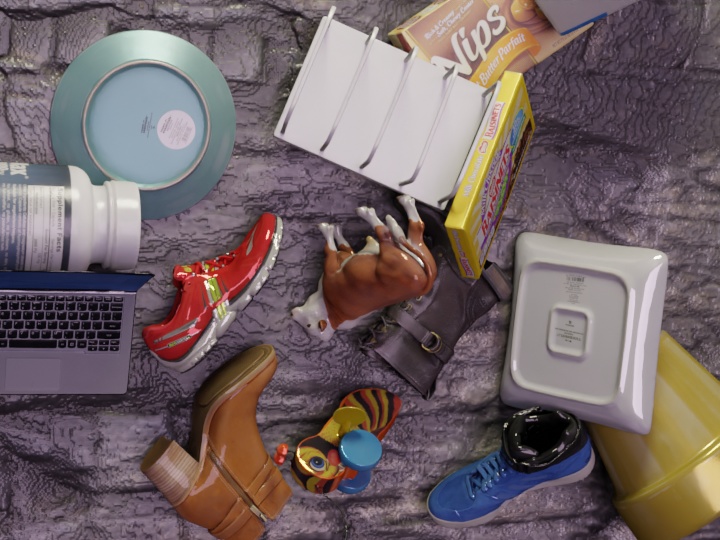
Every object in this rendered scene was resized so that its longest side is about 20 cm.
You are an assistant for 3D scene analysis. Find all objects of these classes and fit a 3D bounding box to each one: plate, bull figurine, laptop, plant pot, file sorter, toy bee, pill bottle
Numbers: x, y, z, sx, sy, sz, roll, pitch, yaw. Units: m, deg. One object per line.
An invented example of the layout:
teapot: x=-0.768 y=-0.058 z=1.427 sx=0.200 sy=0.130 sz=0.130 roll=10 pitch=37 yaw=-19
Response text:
plate: x=0.237 y=0.067 z=1.733 sx=0.032 sy=0.199 sz=0.201 roll=0 pitch=98 yaw=-49
bull figurine: x=0.000 y=0.000 z=1.680 sx=0.065 sy=0.199 sz=0.122 roll=-12 pitch=85 yaw=-50
laptop: x=-0.313 y=0.065 z=1.575 sx=0.186 sy=0.116 sz=0.201 roll=2 pitch=116 yaw=-16
plant pot: x=0.345 y=0.180 z=1.783 sx=0.200 sy=0.201 sz=0.189 roll=-37 pitch=89 yaw=-9
file sorter: x=0.030 y=-0.167 z=1.620 sx=0.199 sy=0.125 sz=0.140 roll=23 pitch=87 yaw=-5
toy bee: x=-0.032 y=0.194 z=1.691 sx=0.108 sy=0.200 sz=0.131 roll=25 pitch=119 yaw=1
pill bottle: x=-0.327 y=-0.048 z=1.586 sx=0.199 sy=0.120 sz=0.120 roll=2 pitch=96 yaw=-17
plate: x=-0.226 y=-0.152 z=1.653 sx=0.199 sy=0.026 sz=0.202 roll=-2 pitch=96 yaw=-16

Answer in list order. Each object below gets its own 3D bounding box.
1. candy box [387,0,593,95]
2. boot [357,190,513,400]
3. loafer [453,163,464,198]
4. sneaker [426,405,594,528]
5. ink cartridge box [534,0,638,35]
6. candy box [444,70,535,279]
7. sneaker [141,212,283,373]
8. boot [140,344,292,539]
candy box: x=0.144 y=-0.266 z=1.732 sx=0.199 sy=0.055 sz=0.116 roll=-35 pitch=104 yaw=-9
boot: x=0.060 y=0.026 z=1.736 sx=0.174 sy=0.069 sz=0.200 roll=-45 pitch=106 yaw=-6
loafer: x=0.085 y=-0.128 z=1.721 sx=0.199 sy=0.076 sz=0.068 roll=30 pitch=94 yaw=-17
sneaker: x=0.158 y=0.213 z=1.745 sx=0.199 sy=0.077 sz=0.111 roll=-19 pitch=142 yaw=5
ink cartridge box: x=0.286 y=-0.358 z=1.682 sx=0.084 sy=0.146 sz=0.200 roll=49 pitch=56 yaw=-15
candy box: x=0.139 y=-0.101 z=1.661 sx=0.026 sy=0.102 sz=0.201 roll=11 pitch=63 yaw=23
sneaker: x=-0.157 y=0.013 z=1.669 sx=0.085 sy=0.077 sz=0.200 roll=38 pitch=85 yaw=-12
boot: x=-0.123 y=0.193 z=1.705 sx=0.200 sy=0.074 sz=0.155 roll=-47 pitch=111 yaw=-3
